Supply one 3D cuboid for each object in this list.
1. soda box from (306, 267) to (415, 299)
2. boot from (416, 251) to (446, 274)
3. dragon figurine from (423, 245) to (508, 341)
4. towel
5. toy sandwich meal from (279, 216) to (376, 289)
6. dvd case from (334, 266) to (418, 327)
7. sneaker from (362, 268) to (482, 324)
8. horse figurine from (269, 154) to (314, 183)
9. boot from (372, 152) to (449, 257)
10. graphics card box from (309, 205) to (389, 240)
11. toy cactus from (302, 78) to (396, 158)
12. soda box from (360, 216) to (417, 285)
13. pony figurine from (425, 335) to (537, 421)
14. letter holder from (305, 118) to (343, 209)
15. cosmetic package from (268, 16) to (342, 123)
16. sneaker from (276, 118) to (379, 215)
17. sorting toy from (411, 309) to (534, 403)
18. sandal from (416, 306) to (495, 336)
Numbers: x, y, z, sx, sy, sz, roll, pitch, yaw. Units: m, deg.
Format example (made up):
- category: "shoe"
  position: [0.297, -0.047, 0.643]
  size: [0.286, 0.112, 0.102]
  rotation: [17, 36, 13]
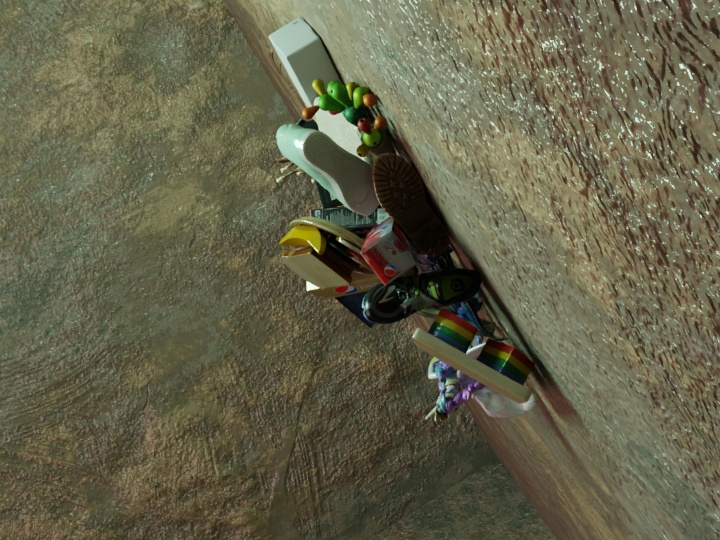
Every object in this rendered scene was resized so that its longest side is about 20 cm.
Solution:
- category: "soda box"
  position: [0.000, 0.000, 1.771]
  size: [0.064, 0.200, 0.068]
  rotation: [34, -130, -56]
- category: "boot"
  position: [0.145, 0.011, 1.806]
  size: [0.200, 0.070, 0.132]
  rotation: [48, 166, 55]
- category: "dragon figurine"
  position: [0.172, 0.041, 1.610]
  size: [0.200, 0.059, 0.099]
  rotation: [58, 179, 23]
- category: "towel"
  position: [-0.016, -0.208, 1.644]
  size: [0.132, 0.034, 0.200]
  rotation: [9, 118, 56]
- category: "toy sandwich meal"
  position: [-0.055, -0.022, 1.654]
  size: [0.205, 0.070, 0.205]
  rotation: [26, 165, 8]
- category: "dvd case"
  position: [0.038, -0.001, 1.878]
  size: [0.143, 0.200, 0.018]
  rotation: [41, 178, -32]
- category: "sneaker"
  position: [0.097, 0.031, 1.487]
  size: [0.083, 0.199, 0.071]
  rotation: [118, 137, -74]
- category: "horse figurine"
  position: [-0.097, -0.225, 1.939]
  size: [0.200, 0.133, 0.050]
  rotation: [-4, -115, -59]
- category: "boot"
  position: [0.068, -0.120, 1.544]
  size: [0.200, 0.075, 0.107]
  rotation: [58, -177, -33]
- category: "graphics card box"
  position: [0.016, -0.076, 1.743]
  size: [0.125, 0.200, 0.051]
  rotation: [64, -158, -65]
- category: "toy cactus"
  position: [-0.002, -0.227, 1.504]
  size: [0.165, 0.102, 0.200]
  rotation: [47, 177, -40]
- category: "soda box"
  position: [0.049, -0.038, 1.543]
  size: [0.070, 0.063, 0.200]
  rotation: [53, -171, -6]
- category: "pony figurine"
  position: [0.208, 0.195, 1.740]
  size: [0.167, 0.193, 0.200]
  rotation: [62, -164, -20]
- category: "letter holder"
  position: [-0.030, -0.184, 1.826]
  size: [0.142, 0.101, 0.200]
  rotation: [59, -166, -62]
- category: "cosmetic package"
  position: [-0.080, -0.343, 1.710]
  size: [0.101, 0.071, 0.200]
  rotation: [56, 177, 48]
- category: "sneaker"
  position: [-0.051, -0.170, 1.526]
  size: [0.200, 0.074, 0.118]
  rotation: [43, 173, -39]
- category: "sorting toy"
  position: [0.190, 0.135, 1.533]
  size: [0.200, 0.070, 0.199]
  rotation: [29, 175, 9]
- category: "sandal"
  position: [0.152, 0.057, 1.701]
  size: [0.201, 0.057, 0.080]
  rotation: [22, -161, 9]
